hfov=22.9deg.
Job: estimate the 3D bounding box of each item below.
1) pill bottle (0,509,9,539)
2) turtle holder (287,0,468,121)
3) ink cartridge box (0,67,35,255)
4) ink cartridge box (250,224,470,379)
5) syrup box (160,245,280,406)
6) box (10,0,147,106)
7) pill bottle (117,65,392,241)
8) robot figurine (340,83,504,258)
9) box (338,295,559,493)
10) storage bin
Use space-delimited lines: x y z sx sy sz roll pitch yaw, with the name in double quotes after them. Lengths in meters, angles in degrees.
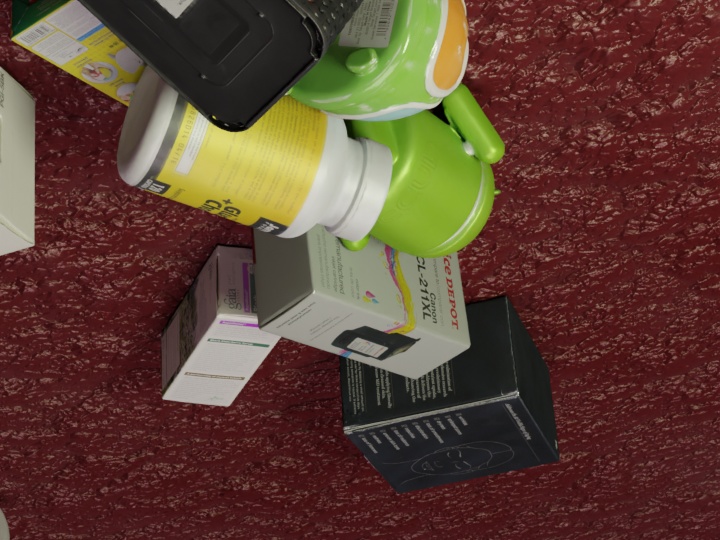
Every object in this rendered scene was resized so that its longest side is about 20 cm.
-0.550 0.356 2.250 0.199 0.114 0.113 -23 147 30 "pill bottle"
-0.002 -0.170 1.344 0.185 0.142 0.131 -28 151 33 "turtle holder"
-0.369 -0.073 1.455 0.198 0.148 0.083 -14 152 18 "ink cartridge box"
0.000 0.000 1.650 0.199 0.147 0.083 19 141 -38 "ink cartridge box"
-0.139 0.059 1.806 0.081 0.079 0.200 8 149 -22 "syrup box"
-0.163 -0.180 1.398 0.117 0.049 0.199 -24 144 31 "box"
-0.080 -0.091 1.380 0.198 0.113 0.112 19 145 -20 "pill bottle"
0.038 -0.082 1.536 0.175 0.116 0.199 -34 142 24 "robot figurine"
0.098 0.140 1.946 0.195 0.125 0.200 -11 151 14 "box"
-0.106 -0.211 1.203 0.200 0.094 0.135 42 136 -11 "storage bin"
